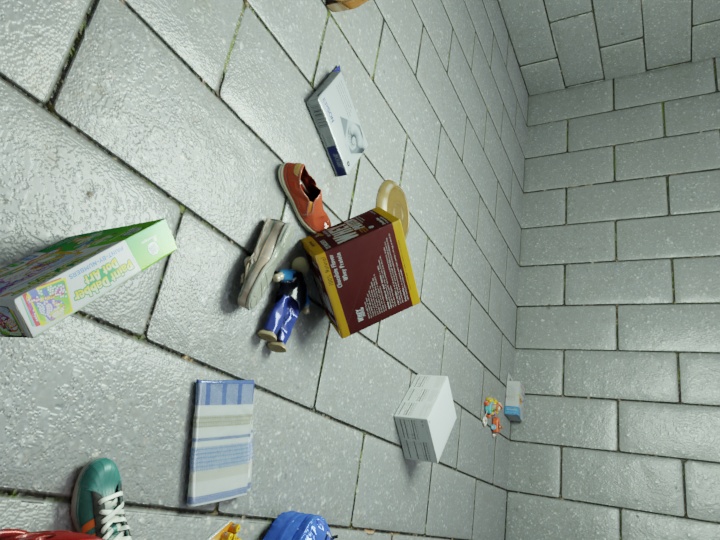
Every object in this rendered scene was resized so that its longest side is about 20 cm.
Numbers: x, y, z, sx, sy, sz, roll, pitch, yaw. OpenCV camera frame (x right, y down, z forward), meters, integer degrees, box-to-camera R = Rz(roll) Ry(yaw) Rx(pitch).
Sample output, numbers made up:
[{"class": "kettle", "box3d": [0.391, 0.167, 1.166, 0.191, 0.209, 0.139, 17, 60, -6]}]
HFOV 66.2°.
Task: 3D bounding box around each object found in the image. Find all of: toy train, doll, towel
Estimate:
[{"class": "toy train", "box3d": [0.582, 0.631, 2.384, 0.200, 0.054, 0.155, 41, 53, -53]}, {"class": "doll", "box3d": [-0.146, 0.056, 1.124, 0.138, 0.047, 0.204, 58, 41, -43]}, {"class": "towel", "box3d": [-0.240, 0.295, 0.961, 0.145, 0.023, 0.208, 17, 71, -57]}]

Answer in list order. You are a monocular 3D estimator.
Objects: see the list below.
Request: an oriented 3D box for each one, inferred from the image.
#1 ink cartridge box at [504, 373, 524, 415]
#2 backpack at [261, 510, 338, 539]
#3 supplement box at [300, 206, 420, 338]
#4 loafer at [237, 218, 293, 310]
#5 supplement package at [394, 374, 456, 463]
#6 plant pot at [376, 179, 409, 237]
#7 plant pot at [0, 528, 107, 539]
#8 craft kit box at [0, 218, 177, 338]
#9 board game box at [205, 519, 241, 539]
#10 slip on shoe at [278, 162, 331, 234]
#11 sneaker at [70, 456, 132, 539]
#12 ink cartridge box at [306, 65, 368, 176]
[{"class": "ink cartridge box", "box3d": [0.751, 0.612, 2.676, 0.115, 0.066, 0.206, 45, 50, -50]}, {"class": "backpack", "box3d": [-0.100, 0.568, 1.052, 0.163, 0.163, 0.206, -50, 126, -58]}, {"class": "supplement box", "box3d": [0.000, 0.000, 1.210, 0.195, 0.133, 0.203, -23, 114, -12]}, {"class": "loafer", "box3d": [-0.191, -0.016, 1.053, 0.073, 0.061, 0.204, 103, 9, -55]}, {"class": "supplement package", "box3d": [0.199, 0.439, 1.653, 0.200, 0.108, 0.161, -46, 126, -52]}, {"class": "plant pot", "box3d": [0.101, -0.162, 1.612, 0.198, 0.027, 0.208, 6, 83, -60]}, {"class": "plant pot", "box3d": [-0.359, 0.376, 0.578, 0.198, 0.177, 0.209, 7, 82, -59]}, {"class": "craft kit box", "box3d": [-0.343, 0.007, 0.624, 0.200, 0.192, 0.050, -47, 128, -52]}, {"class": "board game box", "box3d": [-0.254, 0.562, 0.908, 0.198, 0.025, 0.208, -21, 106, -60]}, {"class": "slip on shoe", "box3d": [-0.108, -0.150, 1.198, 0.202, 0.059, 0.076, 61, 37, -41]}, {"class": "sneaker", "box3d": [-0.331, 0.355, 0.730, 0.071, 0.078, 0.208, 3, 85, -60]}, {"class": "ink cartridge box", "box3d": [-0.042, -0.372, 1.356, 0.203, 0.039, 0.203, 65, 36, -34]}]
